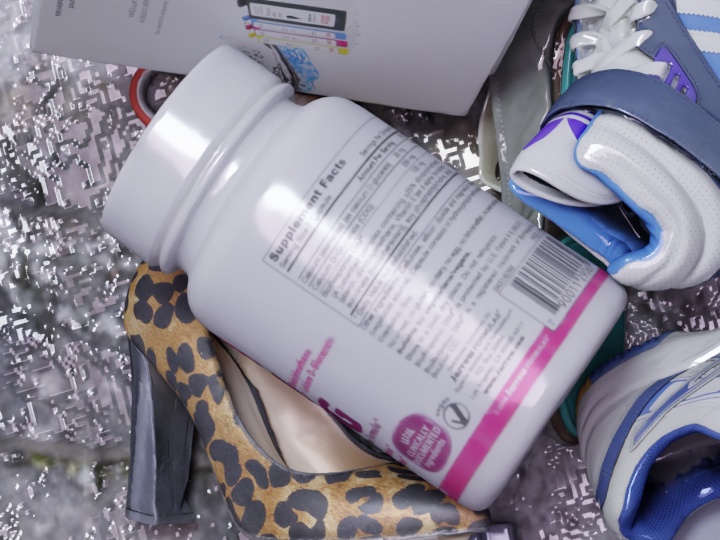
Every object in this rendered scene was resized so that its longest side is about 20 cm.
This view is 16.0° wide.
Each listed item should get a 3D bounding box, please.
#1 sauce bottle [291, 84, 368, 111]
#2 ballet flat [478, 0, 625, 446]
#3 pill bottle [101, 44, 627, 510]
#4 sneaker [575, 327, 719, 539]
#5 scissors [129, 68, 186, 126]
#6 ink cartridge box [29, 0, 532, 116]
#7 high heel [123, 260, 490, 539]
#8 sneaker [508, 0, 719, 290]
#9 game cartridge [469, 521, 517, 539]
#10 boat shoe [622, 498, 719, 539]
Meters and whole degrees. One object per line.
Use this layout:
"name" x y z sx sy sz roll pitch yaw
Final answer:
"sauce bottle" -0.017 -0.049 1.152 0.065 0.065 0.200 -31 86 7
"ballet flat" 0.082 -0.023 1.145 0.064 0.067 0.201 2 93 40
"pill bottle" 0.000 0.000 1.060 0.200 0.113 0.114 35 93 6
"sneaker" 0.181 0.049 1.060 0.200 0.088 0.075 -36 123 24
"scissors" -0.034 -0.037 1.187 0.073 0.014 0.200 -37 79 4
"ink cartridge box" -0.029 -0.171 1.079 0.199 0.145 0.148 7 70 -9
"high heel" -0.026 0.049 1.129 0.199 0.071 0.143 4 92 35
"sneaker" 0.109 -0.089 1.059 0.081 0.146 0.201 -28 87 51
"game cartridge" -0.021 0.190 1.158 0.199 0.041 0.134 -6 81 11
"boat shoe" 0.144 0.145 1.112 0.200 0.070 0.071 -34 61 -18
